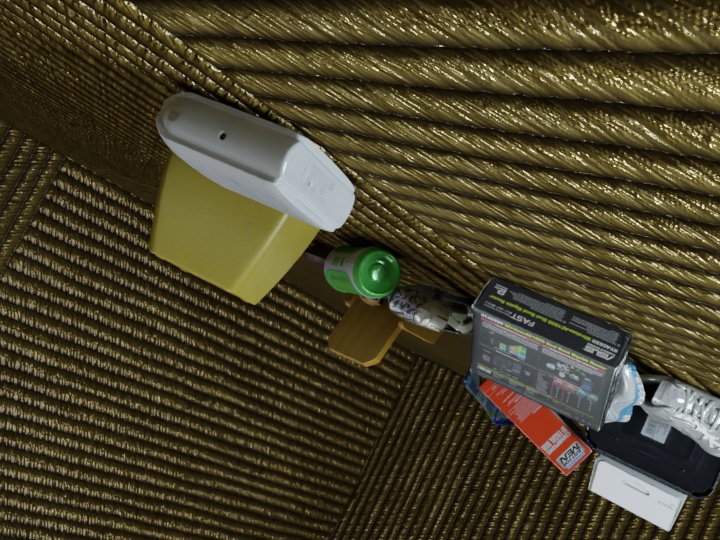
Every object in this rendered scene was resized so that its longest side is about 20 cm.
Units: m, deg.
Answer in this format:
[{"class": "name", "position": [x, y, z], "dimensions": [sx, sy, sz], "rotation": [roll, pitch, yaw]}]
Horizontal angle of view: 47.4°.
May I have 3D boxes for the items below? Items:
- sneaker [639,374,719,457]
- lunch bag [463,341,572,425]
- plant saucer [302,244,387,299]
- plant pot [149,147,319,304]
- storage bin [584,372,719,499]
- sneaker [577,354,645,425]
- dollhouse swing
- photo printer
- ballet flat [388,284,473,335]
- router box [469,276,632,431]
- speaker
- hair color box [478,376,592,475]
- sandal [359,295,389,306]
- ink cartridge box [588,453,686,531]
[{"class": "sneaker", "position": [0.461, 0.200, 1.142], "dimensions": [0.199, 0.075, 0.099], "rotation": [20, 172, 47]}, {"class": "lunch bag", "position": [0.315, 0.213, 1.534], "dimensions": [0.198, 0.128, 0.170], "rotation": [3, -162, -16]}, {"class": "plant saucer", "position": [-0.027, -0.002, 1.679], "dimensions": [0.199, 0.035, 0.200], "rotation": [27, 174, 3]}, {"class": "plant pot", "position": [-0.179, -0.065, 1.140], "dimensions": [0.199, 0.177, 0.200], "rotation": [26, 174, 9]}, {"class": "storage bin", "position": [0.463, 0.251, 1.268], "dimensions": [0.199, 0.136, 0.094], "rotation": [24, 174, 24]}, {"class": "sneaker", "position": [0.344, 0.178, 1.165], "dimensions": [0.200, 0.086, 0.075], "rotation": [76, 176, -56]}, {"class": "dollhouse swing", "position": [0.059, 0.144, 1.865], "dimensions": [0.199, 0.177, 0.181], "rotation": [17, 170, 47]}, {"class": "photo printer", "position": [-0.121, -0.123, 0.914], "dimensions": [0.199, 0.070, 0.166], "rotation": [24, 174, 27]}, {"class": "ballet flat", "position": [0.132, 0.069, 1.326], "dimensions": [0.199, 0.073, 0.072], "rotation": [12, -175, -43]}, {"class": "router box", "position": [0.244, 0.110, 1.085], "dimensions": [0.199, 0.062, 0.150], "rotation": [24, 146, 23]}, {"class": "speaker", "position": [0.000, 0.000, 1.368], "dimensions": [0.088, 0.089, 0.200], "rotation": [28, 174, -17]}, {"class": "hair color box", "position": [0.286, 0.234, 1.362], "dimensions": [0.200, 0.064, 0.111], "rotation": [44, -171, 4]}, {"class": "sandal", "position": [0.020, 0.048, 1.815], "dimensions": [0.080, 0.054, 0.200], "rotation": [31, 173, -34]}, {"class": "ink cartridge box", "position": [0.495, 0.317, 1.388], "dimensions": [0.144, 0.200, 0.084], "rotation": [24, 131, 27]}]
